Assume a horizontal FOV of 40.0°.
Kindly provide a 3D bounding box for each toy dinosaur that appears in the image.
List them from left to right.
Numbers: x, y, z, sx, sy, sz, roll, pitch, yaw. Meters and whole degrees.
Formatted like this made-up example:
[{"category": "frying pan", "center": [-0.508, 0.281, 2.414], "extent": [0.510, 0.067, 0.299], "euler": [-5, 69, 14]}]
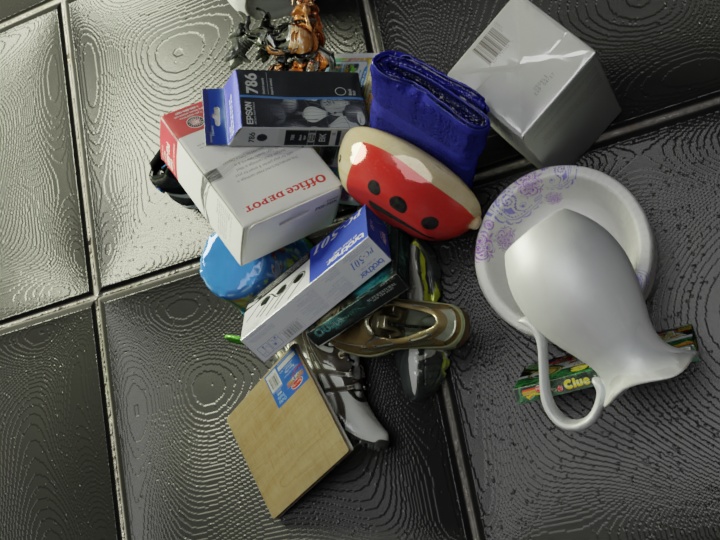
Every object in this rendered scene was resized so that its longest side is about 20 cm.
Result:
[{"category": "toy dinosaur", "center": [-0.089, -0.295, 1.290], "extent": [0.135, 0.102, 0.201], "euler": [11, 90, 25]}]

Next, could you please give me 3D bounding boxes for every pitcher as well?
[{"category": "pitcher", "center": [0.222, 0.054, 1.029], "extent": [0.171, 0.121, 0.200], "euler": [-41, 78, 25]}]

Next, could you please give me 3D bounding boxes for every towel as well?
[{"category": "towel", "center": [0.079, -0.166, 1.129], "extent": [0.147, 0.200, 0.050], "euler": [34, 74, 10]}]

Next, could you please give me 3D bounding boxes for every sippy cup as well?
[{"category": "sippy cup", "center": [-0.138, -0.002, 1.289], "extent": [0.139, 0.130, 0.178], "euler": [-29, 71, 16]}]

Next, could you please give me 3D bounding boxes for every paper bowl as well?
[{"category": "paper bowl", "center": [0.241, -0.013, 1.144], "extent": [0.200, 0.104, 0.202], "euler": [-5, 78, 22]}]

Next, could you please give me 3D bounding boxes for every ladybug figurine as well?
[{"category": "ladybug figurine", "center": [0.051, -0.095, 1.163], "extent": [0.200, 0.136, 0.072], "euler": [31, 74, 23]}]

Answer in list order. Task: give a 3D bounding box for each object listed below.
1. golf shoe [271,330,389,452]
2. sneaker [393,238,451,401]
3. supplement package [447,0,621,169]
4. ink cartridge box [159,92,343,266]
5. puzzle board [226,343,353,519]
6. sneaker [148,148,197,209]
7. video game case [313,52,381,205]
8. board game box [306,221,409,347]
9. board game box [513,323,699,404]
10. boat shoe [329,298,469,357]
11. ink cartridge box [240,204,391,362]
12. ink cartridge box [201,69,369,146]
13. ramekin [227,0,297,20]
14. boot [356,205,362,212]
[{"category": "golf shoe", "center": [-0.024, 0.140, 1.243], "extent": [0.200, 0.078, 0.095], "euler": [43, 98, 23]}, {"category": "sneaker", "center": [0.059, 0.065, 1.234], "extent": [0.084, 0.074, 0.201], "euler": [-11, 72, 36]}, {"category": "supplement package", "center": [0.206, -0.204, 1.142], "extent": [0.120, 0.200, 0.121], "euler": [44, 98, 23]}, {"category": "ink cartridge box", "center": [-0.138, -0.123, 1.229], "extent": [0.146, 0.083, 0.200], "euler": [-25, 63, -26]}, {"category": "puzzle board", "center": [-0.092, 0.205, 1.245], "extent": [0.200, 0.017, 0.151], "euler": [-48, 62, 40]}, {"category": "sneaker", "center": [-0.202, -0.142, 1.337], "extent": [0.199, 0.112, 0.073], "euler": [-20, 62, 27]}, {"category": "video game case", "center": [-0.044, -0.191, 1.315], "extent": [0.182, 0.024, 0.201], "euler": [11, 84, 43]}, {"category": "board game box", "center": [0.000, 0.000, 1.205], "extent": [0.135, 0.200, 0.028], "euler": [-34, 111, 19]}, {"category": "board game box", "center": [0.275, 0.104, 1.107], "extent": [0.199, 0.105, 0.024], "euler": [-17, 97, 19]}, {"category": "boat shoe", "center": [0.028, 0.061, 1.161], "extent": [0.199, 0.076, 0.072], "euler": [-10, 75, 38]}, {"category": "ink cartridge box", "center": [-0.054, 0.015, 1.166], "extent": [0.200, 0.094, 0.044], "euler": [-38, 112, 16]}, {"category": "ink cartridge box", "center": [-0.094, -0.200, 1.218], "extent": [0.199, 0.039, 0.100], "euler": [-3, 57, -12]}, {"category": "ramekin", "center": [-0.112, -0.427, 1.328], "extent": [0.200, 0.200, 0.105], "euler": [-34, 79, 14]}, {"category": "boot", "center": [0.049, -0.159, 1.288], "extent": [0.200, 0.075, 0.097], "euler": [-51, 43, 13]}]
